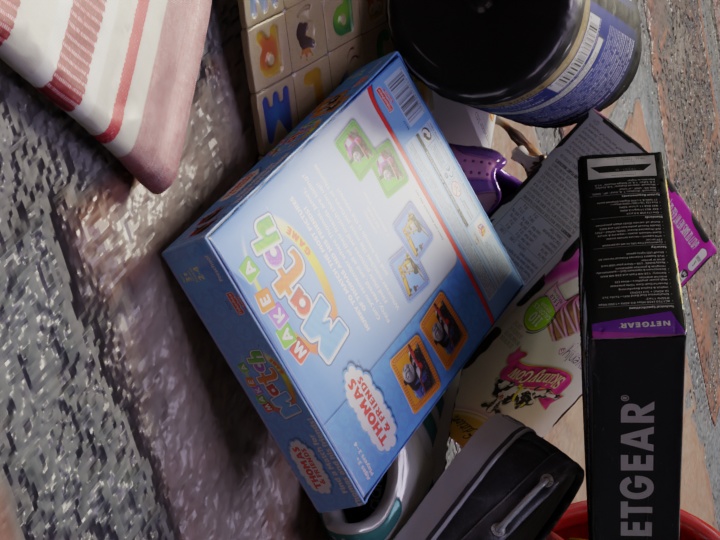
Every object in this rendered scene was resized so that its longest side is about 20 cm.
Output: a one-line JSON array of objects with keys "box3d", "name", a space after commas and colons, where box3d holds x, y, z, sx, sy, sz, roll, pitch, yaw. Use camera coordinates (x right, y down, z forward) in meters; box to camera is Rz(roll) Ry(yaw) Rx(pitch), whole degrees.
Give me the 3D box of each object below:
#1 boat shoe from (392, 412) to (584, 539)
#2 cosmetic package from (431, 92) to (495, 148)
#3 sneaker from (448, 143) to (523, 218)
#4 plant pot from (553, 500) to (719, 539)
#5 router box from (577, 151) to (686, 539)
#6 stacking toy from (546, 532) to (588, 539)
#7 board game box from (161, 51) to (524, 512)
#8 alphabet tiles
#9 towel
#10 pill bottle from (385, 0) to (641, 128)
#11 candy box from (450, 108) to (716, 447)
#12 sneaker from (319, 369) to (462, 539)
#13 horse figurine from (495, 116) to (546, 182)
[{"box3d": [0.047, 0.174, 0.875, 0.201, 0.068, 0.072, -53, 150, -11], "name": "boat shoe"}, {"box3d": [0.035, -0.162, 1.023, 0.201, 0.050, 0.083, 60, 35, -45], "name": "cosmetic package"}, {"box3d": [0.079, -0.017, 1.057, 0.200, 0.088, 0.081, 54, 37, -53], "name": "sneaker"}, {"box3d": [0.174, 0.282, 1.108, 0.183, 0.198, 0.202, 74, 25, -45], "name": "plant pot"}, {"box3d": [0.145, 0.061, 0.902, 0.150, 0.051, 0.201, -84, 169, -50], "name": "router box"}, {"box3d": [0.114, 0.200, 0.961, 0.146, 0.198, 0.148, -4, 90, -66], "name": "stacking toy"}, {"box3d": [0.000, 0.000, 0.844, 0.152, 0.036, 0.200, 60, 39, -16], "name": "board game box"}, {"box3d": [-0.009, -0.122, 0.898, 0.166, 0.006, 0.202, -37, 128, -48], "name": "alphabet tiles"}, {"box3d": [-0.121, -0.139, 0.689, 0.200, 0.023, 0.145, 45, 48, -55], "name": "towel"}, {"box3d": [0.100, -0.142, 0.965, 0.200, 0.111, 0.113, 4, 83, -67], "name": "pill bottle"}, {"box3d": [0.113, 0.019, 1.008, 0.200, 0.061, 0.136, -47, 144, 3], "name": "candy box"}, {"box3d": [0.011, 0.060, 0.903, 0.093, 0.070, 0.202, 38, 55, -68], "name": "sneaker"}, {"box3d": [0.125, -0.021, 1.137, 0.133, 0.050, 0.201, 43, -24, 52], "name": "horse figurine"}]
